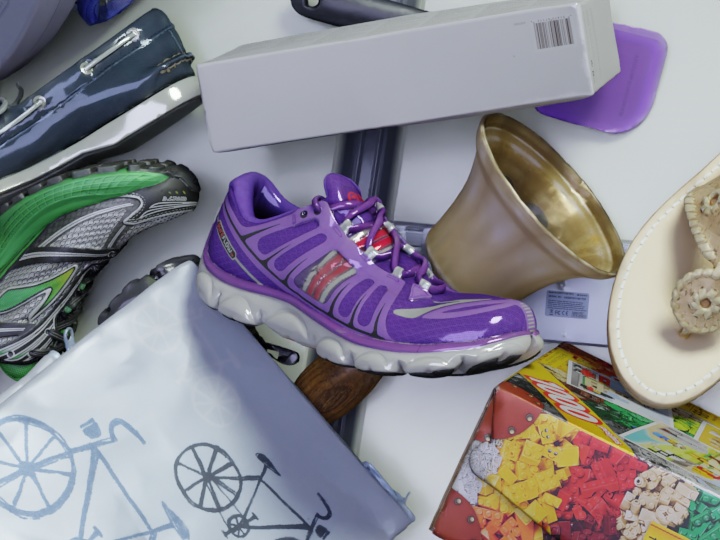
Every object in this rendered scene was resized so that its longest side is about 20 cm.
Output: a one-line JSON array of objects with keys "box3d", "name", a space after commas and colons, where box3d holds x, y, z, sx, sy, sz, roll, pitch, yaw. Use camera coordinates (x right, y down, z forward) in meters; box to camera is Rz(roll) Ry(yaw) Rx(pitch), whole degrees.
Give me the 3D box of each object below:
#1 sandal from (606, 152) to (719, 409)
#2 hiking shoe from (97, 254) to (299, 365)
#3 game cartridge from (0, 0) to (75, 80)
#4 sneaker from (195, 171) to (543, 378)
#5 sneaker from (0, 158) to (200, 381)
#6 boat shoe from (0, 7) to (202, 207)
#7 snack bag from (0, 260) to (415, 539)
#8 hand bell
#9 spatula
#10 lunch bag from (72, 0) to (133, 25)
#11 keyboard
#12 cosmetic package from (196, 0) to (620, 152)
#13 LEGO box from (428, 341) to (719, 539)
[{"box3d": [0.192, -0.032, 1.254, 0.078, 0.070, 0.212, 37, 68, 7], "name": "sandal"}, {"box3d": [-0.125, 0.091, 1.342, 0.101, 0.076, 0.200, 41, 94, 12], "name": "hiking shoe"}, {"box3d": [-0.200, -0.172, 1.324, 0.040, 0.200, 0.134, -24, 79, -34], "name": "game cartridge"}, {"box3d": [0.000, 0.000, 1.251, 0.199, 0.080, 0.084, 19, 104, 34], "name": "sneaker"}, {"box3d": [-0.163, 0.007, 1.356, 0.200, 0.078, 0.085, -32, 83, 16], "name": "sneaker"}, {"box3d": [-0.178, -0.070, 1.358, 0.199, 0.075, 0.062, -29, 85, 6], "name": "boat shoe"}, {"box3d": [-0.094, 0.109, 1.274, 0.189, 0.021, 0.200, 49, 56, 1], "name": "snack bag"}, {"box3d": [0.028, 0.023, 1.318, 0.200, 0.104, 0.104, -41, 82, 21], "name": "hand bell"}, {"box3d": [0.058, -0.119, 1.347, 0.199, 0.021, 0.057, 15, 99, 11], "name": "spatula"}, {"box3d": [-0.132, -0.249, 1.327, 0.200, 0.124, 0.170, -45, 77, 32], "name": "lunch bag"}, {"box3d": [0.108, 0.010, 1.341, 0.199, 0.011, 0.057, 5, 94, 10], "name": "keyboard"}, {"box3d": [0.025, -0.101, 1.306, 0.199, 0.083, 0.051, -8, 102, 17], "name": "cosmetic package"}, {"box3d": [0.131, 0.108, 1.233, 0.148, 0.200, 0.077, 26, 100, 10], "name": "LEGO box"}]
